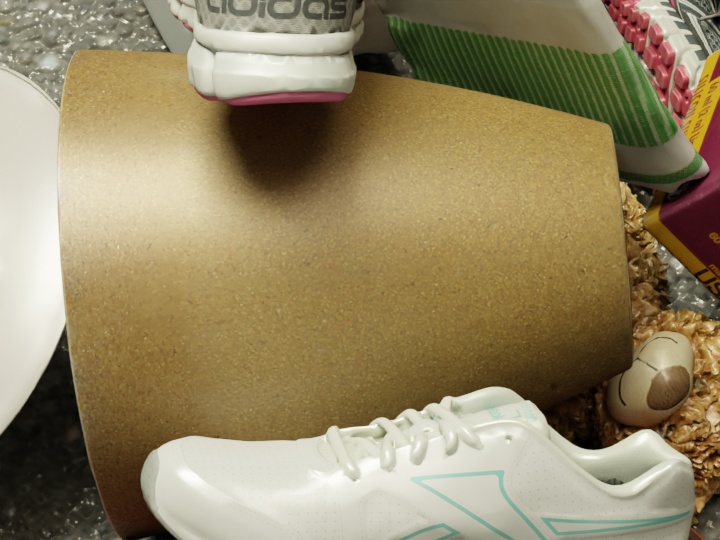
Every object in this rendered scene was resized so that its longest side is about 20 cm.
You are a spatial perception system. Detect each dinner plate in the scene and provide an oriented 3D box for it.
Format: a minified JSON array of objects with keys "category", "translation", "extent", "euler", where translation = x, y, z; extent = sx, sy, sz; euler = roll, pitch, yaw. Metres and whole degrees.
[{"category":"dinner plate","translation":[-0.191,0.004,1.035],"extent":[0.199,0.024,0.201],"euler":[-16,58,27]}]

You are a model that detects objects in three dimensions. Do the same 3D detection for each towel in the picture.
[{"category":"towel","translation":[0.044,-0.116,1.018],"extent":[0.023,0.200,0.152],"euler":[-45,33,-19]}]

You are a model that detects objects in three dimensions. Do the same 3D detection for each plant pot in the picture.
[{"category":"plant pot","translation":[0.000,0.000,1.001],"extent":[0.199,0.187,0.187],"euler":[-6,52,2]}]

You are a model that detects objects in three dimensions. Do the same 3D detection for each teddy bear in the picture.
[{"category":"teddy bear","translation":[0.075,0.020,1.084],"extent":[0.145,0.067,0.200],"euler":[-27,58,-20]}]

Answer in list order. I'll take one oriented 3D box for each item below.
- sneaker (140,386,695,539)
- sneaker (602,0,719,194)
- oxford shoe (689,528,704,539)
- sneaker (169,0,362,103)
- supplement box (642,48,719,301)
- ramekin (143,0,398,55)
[{"category":"sneaker","translation":[0.023,0.074,0.922],"extent":[0.199,0.081,0.071],"euler":[10,25,-15]},{"category":"sneaker","translation":[0.148,-0.104,1.177],"extent":[0.074,0.081,0.201],"euler":[-9,53,-13]},{"category":"oxford shoe","translation":[0.046,0.124,1.009],"extent":[0.199,0.073,0.071],"euler":[3,36,-23]},{"category":"sneaker","translation":[-0.031,-0.123,0.953],"extent":[0.073,0.088,0.200],"euler":[4,18,-4]},{"category":"supplement box","translation":[0.216,-0.063,1.015],"extent":[0.086,0.200,0.111],"euler":[41,47,-18]},{"category":"ramekin","translation":[-0.055,-0.176,1.148],"extent":[0.097,0.201,0.201],"euler":[-21,56,-11]}]
